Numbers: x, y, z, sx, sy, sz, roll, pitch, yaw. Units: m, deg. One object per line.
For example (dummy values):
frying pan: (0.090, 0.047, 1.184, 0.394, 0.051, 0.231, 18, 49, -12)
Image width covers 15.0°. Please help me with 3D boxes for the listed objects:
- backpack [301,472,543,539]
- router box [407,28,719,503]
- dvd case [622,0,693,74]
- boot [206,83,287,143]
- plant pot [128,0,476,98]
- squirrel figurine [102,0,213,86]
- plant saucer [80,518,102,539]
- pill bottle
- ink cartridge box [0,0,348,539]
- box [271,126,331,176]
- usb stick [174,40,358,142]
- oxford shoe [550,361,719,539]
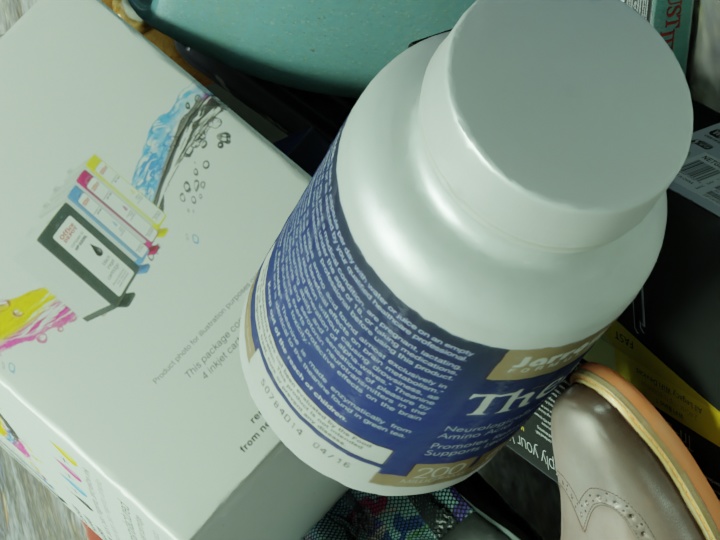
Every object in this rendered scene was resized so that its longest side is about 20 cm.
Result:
backpack: (0.017, 0.152, 1.215, 0.178, 0.150, 0.200, 61, 177, -34)
router box: (0.096, 0.010, 0.998, 0.200, 0.052, 0.158, 36, 139, 51)
dvd case: (0.072, -0.118, 1.072, 0.200, 0.022, 0.147, -127, 29, -46)
boot: (-0.077, -0.009, 1.504, 0.174, 0.069, 0.201, 134, 119, -68)
plant pot: (-0.031, -0.157, 1.102, 0.200, 0.134, 0.201, 167, 90, -72)
squirrel figurine: (-0.119, -0.176, 1.266, 0.141, 0.199, 0.188, 147, 133, -64)
plant saucer: (-0.022, 0.184, 1.328, 0.037, 0.199, 0.201, -43, 59, 38)
pill bottle: (0.036, -0.010, 0.912, 0.112, 0.110, 0.200, 69, 155, 20)
ink cartridge box: (-0.090, 0.016, 1.102, 0.200, 0.145, 0.147, 40, 165, 15)
box: (0.000, 0.000, 1.185, 0.200, 0.032, 0.121, 43, 164, -11)
usb stick: (-0.001, -0.055, 1.169, 0.200, 0.033, 0.055, 37, -176, 20)
oxford shoe: (0.092, 0.130, 0.946, 0.071, 0.073, 0.201, 20, 129, 61)
